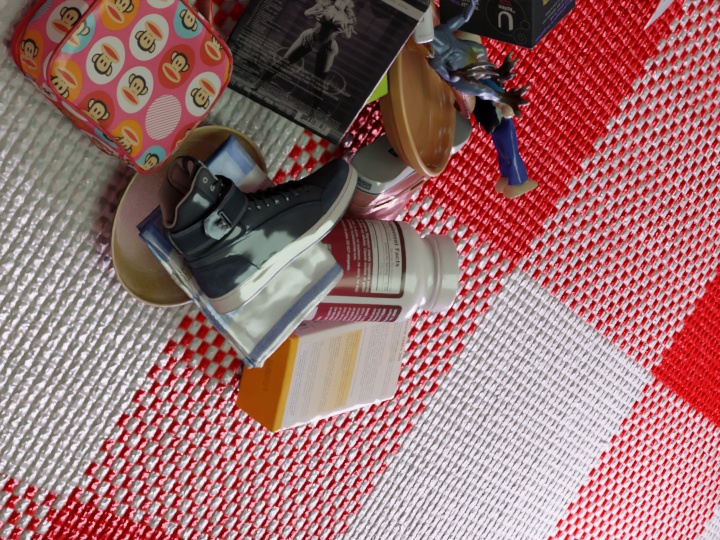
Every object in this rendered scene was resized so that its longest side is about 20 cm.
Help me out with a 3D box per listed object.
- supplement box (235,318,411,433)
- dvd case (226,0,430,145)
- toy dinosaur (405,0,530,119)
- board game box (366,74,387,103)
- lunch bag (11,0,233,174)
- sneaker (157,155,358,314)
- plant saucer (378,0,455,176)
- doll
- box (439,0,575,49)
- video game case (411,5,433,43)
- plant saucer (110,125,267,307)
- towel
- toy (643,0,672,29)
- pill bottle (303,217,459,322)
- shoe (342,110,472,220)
[{"bbox_3d":[-0.041,0.099,1.914,0.199,0.073,0.127,-11,123,-43],"label":"supplement box"},{"bbox_3d":[-0.042,-0.224,1.590,0.200,0.148,0.016,-53,-167,41],"label":"dvd case"},{"bbox_3d":[0.092,-0.211,1.717,0.181,0.105,0.200,14,144,-30],"label":"toy dinosaur"},{"bbox_3d":[-0.027,-0.272,1.646,0.047,0.101,0.201,-29,134,-28],"label":"board game box"},{"bbox_3d":[-0.206,-0.204,1.511,0.176,0.082,0.200,-52,142,-8],"label":"lunch bag"},{"bbox_3d":[-0.104,-0.076,1.611,0.202,0.077,0.146,-44,116,-17],"label":"sneaker"},{"bbox_3d":[0.058,-0.201,1.776,0.200,0.037,0.201,-3,90,-70],"label":"plant saucer"},{"bbox_3d":[0.150,-0.185,1.884,0.048,0.136,0.201,-22,105,-5],"label":"doll"},{"bbox_3d":[0.157,-0.358,1.760,0.106,0.122,0.201,-45,144,-39],"label":"box"},{"bbox_3d":[0.033,-0.349,1.597,0.024,0.200,0.183,-12,131,-3],"label":"video game case"},{"bbox_3d":[-0.181,-0.060,1.678,0.200,0.035,0.201,-27,133,-33],"label":"plant saucer"},{"bbox_3d":[-0.118,-0.017,1.666,0.147,0.024,0.200,-46,116,-15],"label":"towel"},{"bbox_3d":[0.418,-0.400,2.086,0.200,0.047,0.115,-40,166,-36],"label":"toy"},{"bbox_3d":[0.000,0.000,1.796,0.199,0.113,0.113,3,117,-16],"label":"pill bottle"},{"bbox_3d":[0.045,-0.116,1.872,0.200,0.071,0.091,-35,159,-42],"label":"shoe"}]
